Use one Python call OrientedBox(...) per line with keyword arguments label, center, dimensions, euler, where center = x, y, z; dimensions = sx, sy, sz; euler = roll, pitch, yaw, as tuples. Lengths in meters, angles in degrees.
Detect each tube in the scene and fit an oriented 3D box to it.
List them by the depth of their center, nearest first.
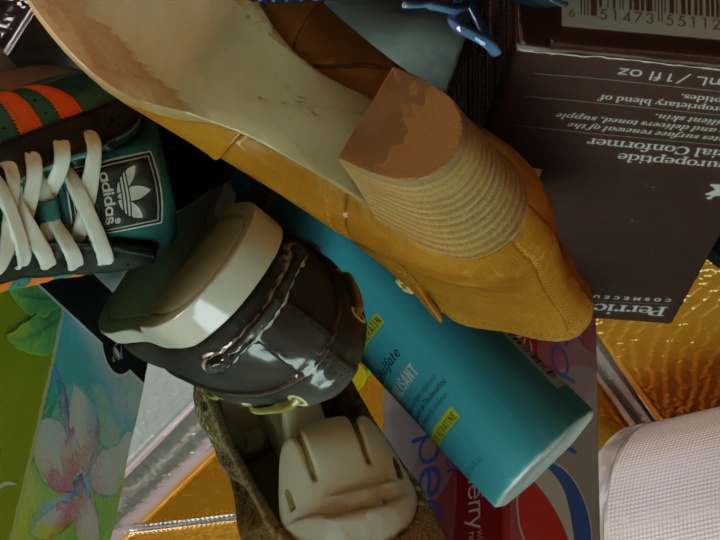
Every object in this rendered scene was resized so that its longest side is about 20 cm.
OrientedBox(label="tube", center=(0.000, 0.000, 1.012), dimensions=(0.200, 0.050, 0.077), euler=(45, 150, 12))

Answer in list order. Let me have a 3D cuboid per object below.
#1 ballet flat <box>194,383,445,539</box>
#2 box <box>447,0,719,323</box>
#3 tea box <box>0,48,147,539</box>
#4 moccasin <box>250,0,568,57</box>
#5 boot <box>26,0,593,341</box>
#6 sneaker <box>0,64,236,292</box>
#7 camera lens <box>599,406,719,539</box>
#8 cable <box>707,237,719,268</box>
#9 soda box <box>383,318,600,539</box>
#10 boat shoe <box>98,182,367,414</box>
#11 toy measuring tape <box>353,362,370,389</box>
OrientedBox(label="ballet flat", center=(-0.019, 0.071, 1.011), dimensions=(0.070, 0.200, 0.065), euler=(-20, 127, -15))
OrientedBox(label="box", center=(0.085, -0.055, 0.971), dimensions=(0.100, 0.075, 0.200), euler=(4, 156, -5))
OrientedBox(label="tea box", center=(-0.182, 0.029, 1.002), dimensions=(0.134, 0.197, 0.200), euler=(1, 156, 24))
OrientedBox(label="moccasin", center=(0.053, -0.105, 0.834), dimensions=(0.200, 0.081, 0.068), euler=(-8, 138, 7))
OrientedBox(label="boot", center=(-0.018, -0.044, 0.915), dimensions=(0.201, 0.071, 0.144), euler=(32, 170, 29))
OrientedBox(label="sneaker", center=(-0.108, -0.029, 0.901), dimensions=(0.080, 0.071, 0.200), euler=(5, -161, 22))
OrientedBox(label="camera lens", center=(0.207, 0.134, 1.248), dimensions=(0.200, 0.160, 0.160), euler=(-16, 149, 32))
OrientedBox(label="cable", center=(0.168, -0.034, 0.991), dimensions=(0.050, 0.097, 0.200), euler=(-33, 167, -11))
OrientedBox(label="soda box", center=(0.053, 0.076, 1.093), dimensions=(0.063, 0.200, 0.070), euler=(-20, 147, 37))
OrientedBox(label="boat shoe", center=(-0.045, 0.013, 0.963), dimensions=(0.061, 0.072, 0.201), euler=(39, 177, -11))
OrientedBox(label="toy measuring tape", center=(-0.026, 0.044, 1.187), dimensions=(0.074, 0.074, 0.200), euler=(1, 154, 2))
